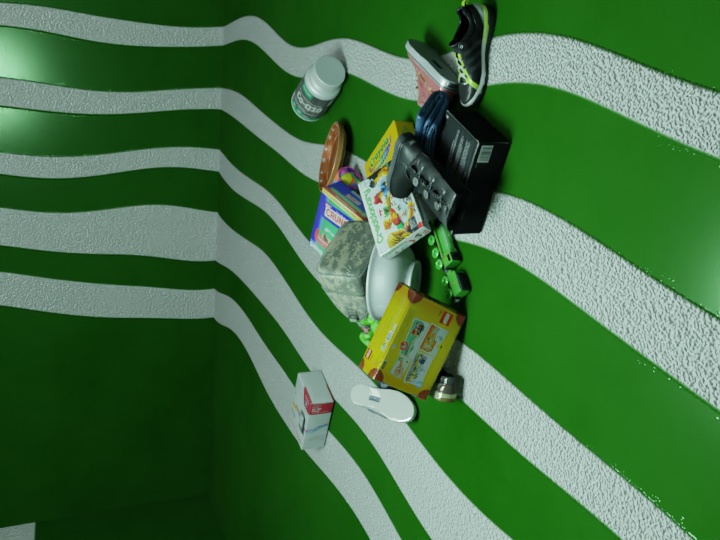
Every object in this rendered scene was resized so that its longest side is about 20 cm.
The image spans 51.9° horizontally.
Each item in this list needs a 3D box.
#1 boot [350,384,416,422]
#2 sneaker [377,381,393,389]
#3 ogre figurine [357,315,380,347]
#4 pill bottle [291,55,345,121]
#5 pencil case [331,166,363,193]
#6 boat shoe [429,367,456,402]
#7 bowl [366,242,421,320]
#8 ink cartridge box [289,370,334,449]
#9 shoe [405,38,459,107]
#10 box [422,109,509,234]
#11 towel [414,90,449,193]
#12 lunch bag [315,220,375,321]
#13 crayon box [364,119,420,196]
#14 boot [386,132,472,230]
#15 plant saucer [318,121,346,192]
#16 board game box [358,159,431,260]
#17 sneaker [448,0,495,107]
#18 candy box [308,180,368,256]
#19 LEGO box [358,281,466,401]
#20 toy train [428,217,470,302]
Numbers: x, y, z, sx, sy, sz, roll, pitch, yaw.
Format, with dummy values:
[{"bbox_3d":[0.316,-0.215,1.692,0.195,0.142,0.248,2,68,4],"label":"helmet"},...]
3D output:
[{"bbox_3d":[0.074,0.335,1.846,0.198,0.090,0.074,16,78,40],"label":"boot"},{"bbox_3d":[0.060,0.228,1.835,0.071,0.081,0.203,-120,35,-44],"label":"sneaker"},{"bbox_3d":[0.024,0.125,1.894,0.120,0.096,0.204,108,162,-60],"label":"ogre figurine"},{"bbox_3d":[-0.121,-0.526,2.136,0.200,0.111,0.115,142,122,-62],"label":"pill bottle"},{"bbox_3d":[-0.056,-0.196,2.059,0.201,0.087,0.090,120,140,-49],"label":"pencil case"},{"bbox_3d":[0.156,0.227,1.643,0.200,0.071,0.067,34,113,61],"label":"boat shoe"},{"bbox_3d":[0.087,0.019,1.699,0.201,0.089,0.206,8,-90,-71],"label":"bowl"},{"bbox_3d":[-0.157,0.443,2.347,0.148,0.084,0.203,-123,40,-49],"label":"ink cartridge box"},{"bbox_3d":[0.141,-0.417,1.602,0.201,0.070,0.092,59,138,39],"label":"shoe"},{"bbox_3d":[0.205,-0.195,1.472,0.142,0.077,0.203,-124,38,-46],"label":"box"},{"bbox_3d":[0.147,-0.267,1.544,0.202,0.048,0.112,91,-155,-52],"label":"towel"},{"bbox_3d":[0.000,0.000,1.785,0.169,0.137,0.202,72,-145,-43],"label":"lunch bag"},{"bbox_3d":[0.081,-0.228,1.773,0.200,0.057,0.176,130,132,-56],"label":"crayon box"},{"bbox_3d":[0.134,-0.153,1.466,0.200,0.065,0.166,49,155,31],"label":"boot"},{"bbox_3d":[-0.078,-0.321,2.110,0.200,0.032,0.205,-169,90,-75],"label":"plant saucer"},{"bbox_3d":[0.072,-0.140,1.633,0.125,0.034,0.203,-34,56,27],"label":"board game box"},{"bbox_3d":[0.203,-0.425,1.448,0.072,0.081,0.204,-142,54,-60],"label":"sneaker"},{"bbox_3d":[-0.041,-0.106,1.969,0.169,0.076,0.202,40,133,24],"label":"candy box"},{"bbox_3d":[0.109,0.149,1.553,0.203,0.147,0.077,-63,29,2],"label":"LEGO box"},{"bbox_3d":[0.186,-0.029,1.581,0.056,0.041,0.203,-45,51,46],"label":"toy train"}]
